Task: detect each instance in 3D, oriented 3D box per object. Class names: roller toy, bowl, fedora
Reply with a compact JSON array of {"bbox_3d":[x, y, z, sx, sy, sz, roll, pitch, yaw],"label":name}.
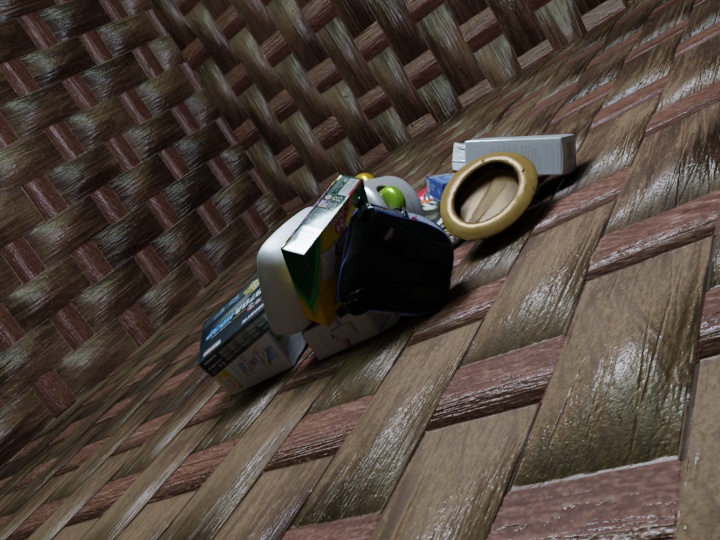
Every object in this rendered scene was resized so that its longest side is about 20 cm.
[{"bbox_3d":[0.041,-0.099,1.523,0.138,0.188,0.198,-17,25,-39],"label":"roller toy"},{"bbox_3d":[-0.098,0.006,1.354,0.073,0.204,0.200,14,39,31],"label":"bowl"},{"bbox_3d":[0.244,-0.124,1.353,0.196,0.082,0.204,-18,48,21],"label":"fedora"}]

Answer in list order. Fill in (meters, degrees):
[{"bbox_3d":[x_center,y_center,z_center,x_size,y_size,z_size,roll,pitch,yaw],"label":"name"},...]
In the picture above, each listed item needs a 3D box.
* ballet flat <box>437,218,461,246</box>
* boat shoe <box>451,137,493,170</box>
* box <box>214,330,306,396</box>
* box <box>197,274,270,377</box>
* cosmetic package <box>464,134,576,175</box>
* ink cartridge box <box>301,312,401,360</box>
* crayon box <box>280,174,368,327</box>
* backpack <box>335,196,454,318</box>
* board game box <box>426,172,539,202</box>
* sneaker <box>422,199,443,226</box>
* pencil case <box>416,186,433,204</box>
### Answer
[{"bbox_3d":[0.212,-0.106,1.486,0.198,0.065,0.075,-37,12,-10],"label":"ballet flat"},{"bbox_3d":[0.286,-0.245,1.537,0.196,0.068,0.071,5,14,33],"label":"boat shoe"},{"bbox_3d":[-0.219,0.164,1.533,0.197,0.102,0.113,-28,18,31],"label":"box"},{"bbox_3d":[-0.238,0.099,1.464,0.199,0.046,0.160,-40,25,12],"label":"box"},{"bbox_3d":[0.310,-0.224,1.422,0.196,0.076,0.101,2,13,32],"label":"cosmetic package"},{"bbox_3d":[-0.003,0.080,1.355,0.198,0.068,0.117,-27,14,35],"label":"ink cartridge box"},{"bbox_3d":[-0.046,-0.036,1.295,0.057,0.175,0.201,14,51,30],"label":"crayon box"},{"bbox_3d":[0.063,-0.014,1.239,0.154,0.185,0.205,-68,-9,-73],"label":"backpack"},{"bbox_3d":[0.246,-0.178,1.508,0.193,0.045,0.200,-5,12,-3],"label":"board game box"},{"bbox_3d":[0.146,-0.118,1.635,0.194,0.077,0.085,-12,13,0],"label":"sneaker"},{"bbox_3d":[0.124,-0.120,1.750,0.198,0.089,0.088,-34,12,-3],"label":"pencil case"}]
